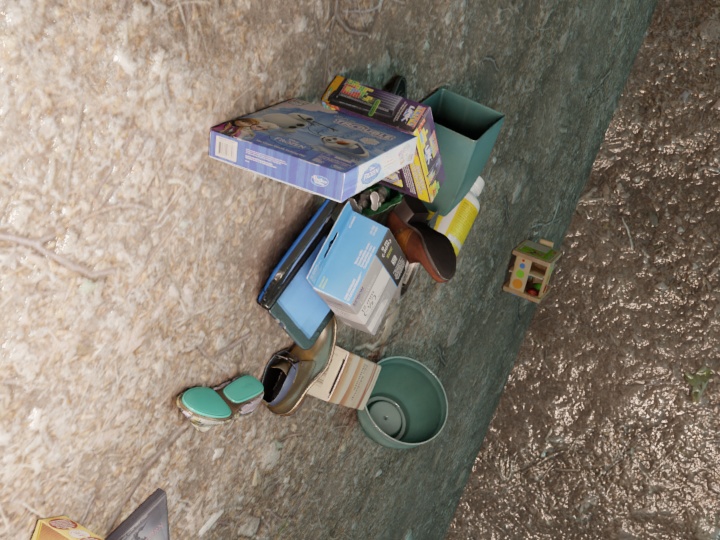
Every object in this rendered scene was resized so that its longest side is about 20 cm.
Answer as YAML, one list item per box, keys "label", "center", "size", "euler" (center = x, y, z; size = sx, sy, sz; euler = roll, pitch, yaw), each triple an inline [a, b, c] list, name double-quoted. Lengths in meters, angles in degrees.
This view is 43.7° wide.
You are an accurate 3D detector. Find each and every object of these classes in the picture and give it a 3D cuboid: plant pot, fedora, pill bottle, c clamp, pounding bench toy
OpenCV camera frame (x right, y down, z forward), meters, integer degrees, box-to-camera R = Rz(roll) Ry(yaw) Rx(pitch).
- label: "plant pot"
  center: [0.165, -0.219, 1.742]
  size: [0.141, 0.141, 0.200]
  euler: [-43, 154, -47]
- label: "fedora"
  center: [0.072, -0.042, 1.720]
  size: [0.177, 0.090, 0.200]
  euler: [-55, 165, -46]
- label: "plant pot"
  center: [0.073, 0.307, 1.970]
  size: [0.200, 0.200, 0.134]
  euler: [-50, 179, -38]
- label: "pill bottle"
  center: [0.186, -0.116, 1.906]
  size: [0.200, 0.111, 0.111]
  euler: [-62, 157, -13]
- label: "c clamp"
  center: [0.056, -0.247, 1.576]
  size: [0.200, 0.027, 0.171]
  euler: [79, 22, -55]
- label: "pounding bench toy"
  center: [0.555, -0.003, 2.852]
  size: [0.200, 0.124, 0.156]
  euler: [-33, 140, -55]

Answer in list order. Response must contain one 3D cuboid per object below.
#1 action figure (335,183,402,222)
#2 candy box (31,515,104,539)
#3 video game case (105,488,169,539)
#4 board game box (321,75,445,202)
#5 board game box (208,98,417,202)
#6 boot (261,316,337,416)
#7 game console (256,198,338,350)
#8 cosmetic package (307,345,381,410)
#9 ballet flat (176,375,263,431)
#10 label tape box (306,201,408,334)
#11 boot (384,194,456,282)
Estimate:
- label: "action figure"
  center: [0.030, -0.135, 1.565]
  size: [0.200, 0.118, 0.055]
  euler: [-54, 130, -69]
- label: "candy box"
  center: [-0.321, 0.393, 1.081]
  size: [0.116, 0.200, 0.055]
  euler: [-68, 157, -1]
- label: "video game case"
  center: [-0.336, 0.439, 1.336]
  size: [0.143, 0.019, 0.200]
  euler: [-43, 148, -47]
- label: "board game box"
  center: [0.040, -0.204, 1.414]
  size: [0.057, 0.165, 0.200]
  euler: [-60, 158, -19]
- label: "board game box"
  center: [-0.058, -0.163, 1.175]
  size: [0.199, 0.200, 0.043]
  euler: [-35, 140, -54]
- label: "boot"
  center: [-0.104, 0.156, 1.536]
  size: [0.200, 0.075, 0.097]
  euler: [-64, 161, -5]
- label: "game console"
  center: [-0.060, -0.001, 1.417]
  size: [0.200, 0.118, 0.171]
  euler: [-56, -178, -29]
- label: "cosmetic package"
  center: [-0.043, 0.198, 1.699]
  size: [0.103, 0.087, 0.200]
  euler: [-68, 158, -4]
- label: "ballet flat"
  center: [-0.215, 0.208, 1.343]
  size: [0.200, 0.072, 0.072]
  euler: [-7, 117, -64]
- label: "label tape box"
  center: [0.000, 0.000, 1.443]
  size: [0.143, 0.066, 0.200]
  euler: [-63, 156, -15]
- label: "boot"
  center: [0.070, -0.004, 1.587]
  size: [0.068, 0.188, 0.200]
  euler: [-6, 143, -43]
